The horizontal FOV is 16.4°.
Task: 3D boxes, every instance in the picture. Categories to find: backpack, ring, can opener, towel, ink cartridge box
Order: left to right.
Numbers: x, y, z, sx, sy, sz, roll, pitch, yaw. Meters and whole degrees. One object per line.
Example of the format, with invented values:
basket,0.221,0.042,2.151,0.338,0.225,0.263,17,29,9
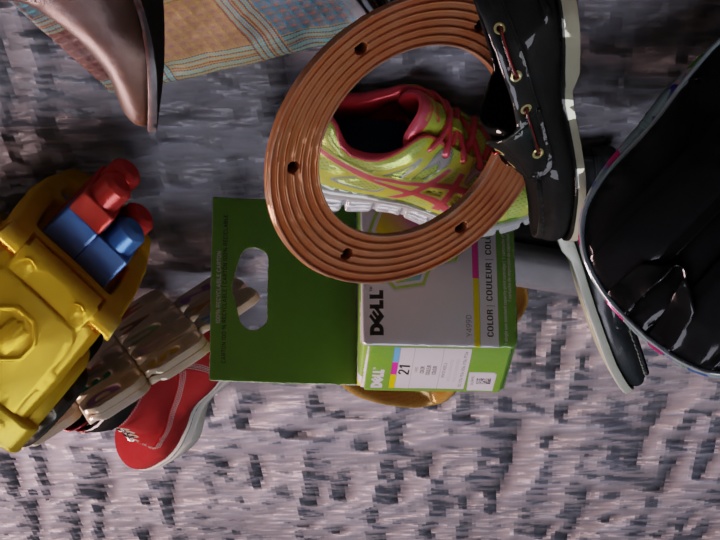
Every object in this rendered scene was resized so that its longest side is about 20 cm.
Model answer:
towel,-0.095,-0.158,1.489,0.200,0.022,0.147,-12,151,23
ink cartridge box,0.000,0.000,1.674,0.200,0.148,0.076,1,154,-4
ring,0.028,-0.082,1.531,0.200,0.019,0.201,-18,128,-24
can opener,0.158,-0.019,1.773,0.200,0.053,0.067,8,121,-17
backpack,0.235,-0.035,1.521,0.200,0.178,0.151,-48,172,2

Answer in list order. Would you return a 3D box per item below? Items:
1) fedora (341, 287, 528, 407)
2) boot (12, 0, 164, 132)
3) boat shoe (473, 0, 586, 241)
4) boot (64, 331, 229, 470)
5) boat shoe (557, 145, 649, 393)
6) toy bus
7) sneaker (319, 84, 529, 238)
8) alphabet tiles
fedora,0.031,0.048,1.849,0.200,0.082,0.201,0,155,0
boot,-0.215,-0.151,1.412,0.200,0.064,0.187,-5,126,3
boat shoe,0.101,-0.097,1.511,0.063,0.074,0.201,-14,133,-5
boot,-0.186,0.109,1.923,0.144,0.072,0.200,-21,160,-34
boat shoe,0.176,-0.004,1.711,0.066,0.075,0.199,-20,116,5
toy bus,-0.205,-0.003,1.677,0.136,0.200,0.192,42,108,-9
sneaker,0.048,-0.077,1.603,0.200,0.078,0.090,2,145,-13
alphabet tiles,-0.166,0.058,1.777,0.196,0.015,0.200,-33,-164,-7
